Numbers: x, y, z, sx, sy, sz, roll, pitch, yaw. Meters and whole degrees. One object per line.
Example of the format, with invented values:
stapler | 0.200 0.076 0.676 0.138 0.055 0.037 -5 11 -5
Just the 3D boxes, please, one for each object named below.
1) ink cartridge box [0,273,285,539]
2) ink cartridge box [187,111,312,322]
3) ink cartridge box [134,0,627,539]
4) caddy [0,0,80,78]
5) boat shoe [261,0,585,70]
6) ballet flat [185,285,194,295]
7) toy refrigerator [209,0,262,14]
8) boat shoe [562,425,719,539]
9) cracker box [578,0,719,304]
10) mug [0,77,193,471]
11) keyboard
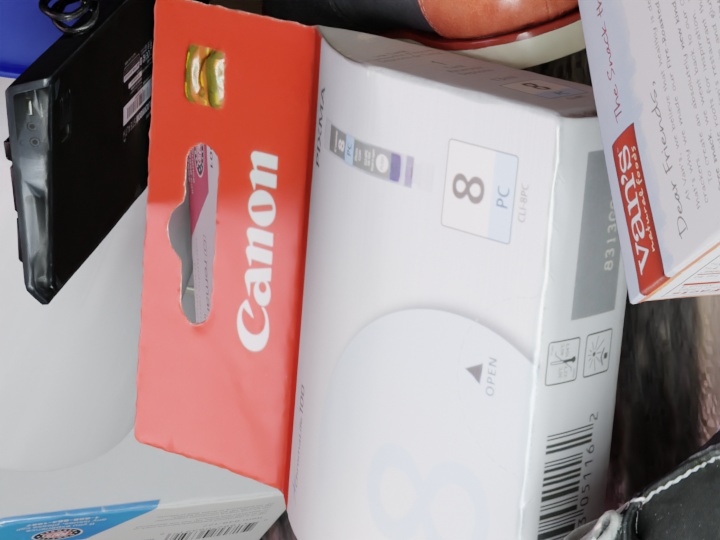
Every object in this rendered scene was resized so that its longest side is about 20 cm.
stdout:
ink cartridge box | -0.127 0.069 1.379 0.200 0.147 0.145 128 135 -67
ink cartridge box | 0.000 0.000 1.023 0.200 0.084 0.146 -155 60 -70
ink cartridge box | -0.009 0.008 0.886 0.200 0.047 0.161 16 110 38
caddy | -0.137 -0.167 1.055 0.105 0.141 0.200 -13 119 49
boat shoe | 0.015 -0.104 0.942 0.200 0.071 0.063 19 129 66
ballet flat | -0.046 0.019 1.221 0.074 0.074 0.201 143 120 -72
toy refrigerator | -0.066 -0.129 1.227 0.200 0.076 0.070 133 130 -70
boat shoe | 0.082 0.096 0.789 0.200 0.068 0.074 111 149 -59
cracker box | 0.107 -0.083 0.658 0.200 0.057 0.135 134 129 -69
mug | -0.138 -0.037 1.162 0.187 0.149 0.153 50 131 20
keyboard | -0.090 -0.070 0.943 0.200 0.039 0.105 -62 -24 -67
